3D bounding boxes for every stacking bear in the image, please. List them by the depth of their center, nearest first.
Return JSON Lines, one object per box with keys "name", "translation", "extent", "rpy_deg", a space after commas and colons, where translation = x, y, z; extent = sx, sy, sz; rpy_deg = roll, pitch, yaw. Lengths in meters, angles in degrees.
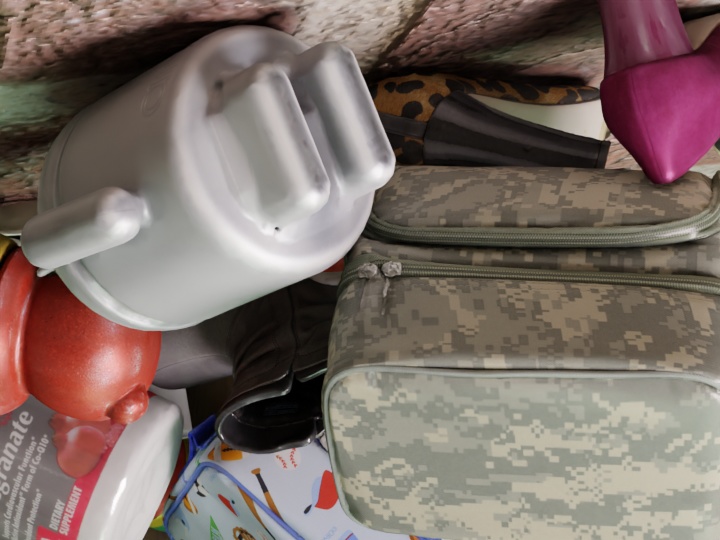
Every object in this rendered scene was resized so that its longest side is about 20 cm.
{"name": "stacking bear", "translation": [-0.195, 0.027, 1.047], "extent": [0.198, 0.123, 0.114], "rpy_deg": [8, 157, 5]}

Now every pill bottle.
{"name": "pill bottle", "translation": [-0.208, 0.087, 1.185], "extent": [0.199, 0.112, 0.111], "rpy_deg": [23, 174, 9]}

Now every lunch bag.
{"name": "lunch bag", "translation": [0.082, 0.025, 0.971], "extent": [0.198, 0.169, 0.140], "rpy_deg": [1, 136, 11]}
{"name": "lunch bag", "translation": [-0.037, 0.147, 1.212], "extent": [0.076, 0.160, 0.200], "rpy_deg": [-46, 177, -25]}

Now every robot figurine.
{"name": "robot figurine", "translation": [-0.071, -0.039, 0.957], "extent": [0.169, 0.114, 0.199], "rpy_deg": [-18, 177, -42]}

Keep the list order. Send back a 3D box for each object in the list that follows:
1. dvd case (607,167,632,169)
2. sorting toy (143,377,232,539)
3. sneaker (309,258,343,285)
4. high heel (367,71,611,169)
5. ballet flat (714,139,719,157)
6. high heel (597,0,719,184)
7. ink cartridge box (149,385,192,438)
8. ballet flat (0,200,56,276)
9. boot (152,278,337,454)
{"name": "dvd case", "translation": [0.063, 0.014, 1.240], "extent": [0.198, 0.147, 0.022], "rpy_deg": [-1, -159, 11]}
{"name": "sorting toy", "translation": [-0.158, 0.100, 1.444], "extent": [0.198, 0.202, 0.069], "rpy_deg": [-18, 151, 38]}
{"name": "sneaker", "translation": [-0.061, -0.045, 1.117], "extent": [0.199, 0.077, 0.082], "rpy_deg": [-1, 135, 41]}
{"name": "high heel", "translation": [0.057, -0.075, 1.115], "extent": [0.141, 0.072, 0.200], "rpy_deg": [13, -175, 3]}
{"name": "ballet flat", "translation": [0.244, -0.084, 1.181], "extent": [0.066, 0.057, 0.200], "rpy_deg": [-7, 170, -12]}
{"name": "high heel", "translation": [0.167, -0.078, 1.020], "extent": [0.067, 0.097, 0.199], "rpy_deg": [-17, 168, 34]}
{"name": "ink cartridge box", "translation": [-0.206, 0.060, 1.331], "extent": [0.199, 0.130, 0.125], "rpy_deg": [-16, 170, 27]}
{"name": "ballet flat", "translation": [-0.158, -0.007, 1.203], "extent": [0.199, 0.075, 0.074], "rpy_deg": [-3, 168, -42]}
{"name": "boot", "translation": [-0.059, 0.045, 1.125], "extent": [0.199, 0.132, 0.070], "rpy_deg": [-26, 119, 32]}
